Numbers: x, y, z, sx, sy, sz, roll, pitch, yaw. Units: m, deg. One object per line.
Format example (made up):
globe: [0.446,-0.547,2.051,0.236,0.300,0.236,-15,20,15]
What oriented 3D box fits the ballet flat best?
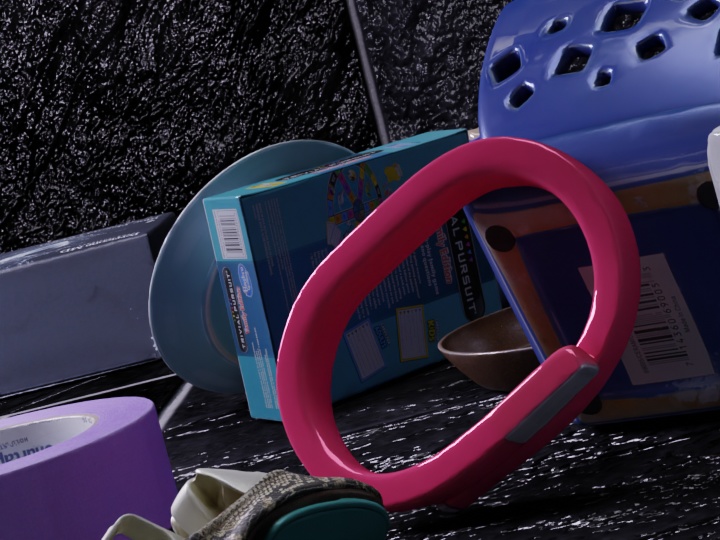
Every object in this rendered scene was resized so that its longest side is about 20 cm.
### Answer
ballet flat: [-0.064,0.118,0.811,0.075,0.068,0.200,29,28,21]

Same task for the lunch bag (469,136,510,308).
lunch bag: [0.101,-0.038,1.547,0.169,0.128,0.200,-22,1,22]

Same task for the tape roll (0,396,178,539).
tape roll: [-0.201,0.128,1.101,0.199,0.066,0.200,-15,7,2]

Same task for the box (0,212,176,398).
box: [-0.261,0.031,1.868,0.195,0.118,0.200,-14,7,3]

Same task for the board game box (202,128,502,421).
board game box: [0.000,0.000,1.370,0.199,0.152,0.047,-18,11,-36]

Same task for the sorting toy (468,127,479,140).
sorting toy: [0.169,-0.122,2.009,0.184,0.037,0.200,-14,-16,-15]

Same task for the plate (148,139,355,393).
plate: [-0.055,0.004,1.408,0.199,0.201,0.026,-18,37,-30]

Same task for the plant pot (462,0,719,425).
plant pot: [0.169,-0.035,1.043,0.199,0.201,0.180,-10,33,31]

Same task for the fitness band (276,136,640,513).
fitness band: [0.044,0.027,0.960,0.200,0.144,0.037,-42,-33,20]

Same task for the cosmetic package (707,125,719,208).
cosmetic package: [0.256,0.005,0.680,0.199,0.168,0.166,-16,6,-20]

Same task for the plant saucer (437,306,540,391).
plant saucer: [0.148,0.038,1.253,0.199,0.035,0.200,-15,5,1]
